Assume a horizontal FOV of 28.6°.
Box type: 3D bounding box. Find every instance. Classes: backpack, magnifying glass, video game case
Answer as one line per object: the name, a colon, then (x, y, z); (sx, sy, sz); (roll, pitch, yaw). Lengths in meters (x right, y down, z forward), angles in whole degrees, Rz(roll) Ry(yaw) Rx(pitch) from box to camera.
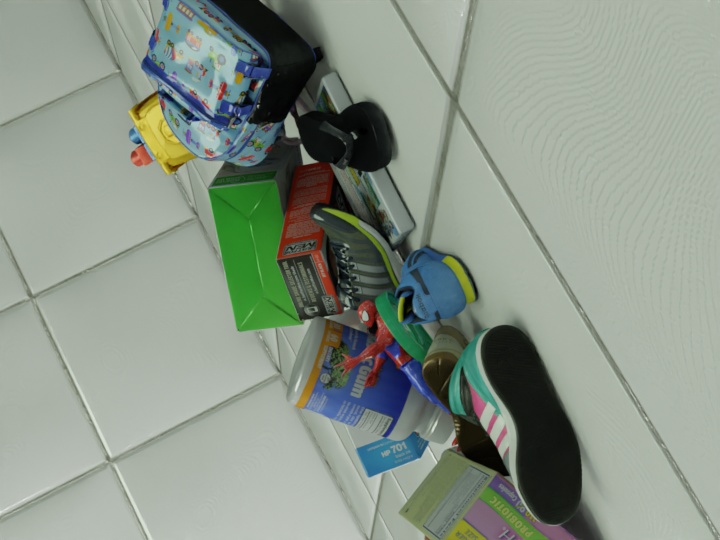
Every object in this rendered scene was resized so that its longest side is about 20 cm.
backpack: (-0.167, -0.218, 1.647); (0.183, 0.134, 0.201); (45, 127, 19)
magnifying glass: (0.081, 0.094, 1.588); (0.200, 0.022, 0.080); (48, -167, -33)
video game case: (-0.002, -0.119, 1.671); (0.201, 0.022, 0.182); (64, 170, 5)

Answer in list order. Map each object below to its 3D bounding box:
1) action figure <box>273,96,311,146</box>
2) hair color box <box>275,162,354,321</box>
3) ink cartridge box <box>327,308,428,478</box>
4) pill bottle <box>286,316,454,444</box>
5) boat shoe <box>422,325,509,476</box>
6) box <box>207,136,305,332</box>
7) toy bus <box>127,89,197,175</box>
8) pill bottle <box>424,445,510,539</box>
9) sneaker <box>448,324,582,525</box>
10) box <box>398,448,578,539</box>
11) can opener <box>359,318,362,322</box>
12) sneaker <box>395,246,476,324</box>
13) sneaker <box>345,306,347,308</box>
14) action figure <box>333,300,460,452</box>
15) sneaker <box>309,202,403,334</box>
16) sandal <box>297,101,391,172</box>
action figure: (-0.116, -0.262, 1.764); (0.133, 0.148, 0.201); (-17, 82, 40)
hair color box: (-0.052, -0.041, 1.764); (0.201, 0.061, 0.102); (-82, -22, -51)
ink cartridge box: (0.019, 0.155, 1.908); (0.201, 0.085, 0.146); (66, -162, -8)
pill bottle: (0.020, 0.138, 1.702); (0.199, 0.113, 0.112); (19, 180, -7)
boat shoe: (0.130, 0.146, 1.560); (0.200, 0.072, 0.065); (57, -149, -30)
box: (-0.122, -0.049, 1.843); (0.177, 0.096, 0.201); (-71, -27, -66)
toy bus: (-0.220, -0.211, 1.886); (0.136, 0.191, 0.200); (57, -148, -12)
pill bottle: (0.131, 0.317, 1.683); (0.112, 0.111, 0.201); (-142, 52, -67)
sneaker: (0.147, 0.153, 1.404); (0.121, 0.083, 0.201); (165, 87, -75)
box: (0.154, 0.293, 1.521); (0.176, 0.097, 0.200); (41, 174, -8)
can opener: (0.049, 0.084, 1.831); (0.201, 0.066, 0.053); (60, 175, -34)
sneaker: (0.062, 0.021, 1.540); (0.066, 0.078, 0.200); (63, 171, -8)
sneaker: (-0.020, -0.010, 1.898); (0.091, 0.066, 0.200); (60, 171, 9)
action figure: (0.042, 0.131, 1.616); (0.201, 0.099, 0.065); (56, 175, -4)
sneaker: (0.000, 0.000, 1.661); (0.200, 0.081, 0.074); (50, 166, -29)
sandal: (-0.023, -0.141, 1.563); (0.200, 0.043, 0.077); (3, 115, 63)
